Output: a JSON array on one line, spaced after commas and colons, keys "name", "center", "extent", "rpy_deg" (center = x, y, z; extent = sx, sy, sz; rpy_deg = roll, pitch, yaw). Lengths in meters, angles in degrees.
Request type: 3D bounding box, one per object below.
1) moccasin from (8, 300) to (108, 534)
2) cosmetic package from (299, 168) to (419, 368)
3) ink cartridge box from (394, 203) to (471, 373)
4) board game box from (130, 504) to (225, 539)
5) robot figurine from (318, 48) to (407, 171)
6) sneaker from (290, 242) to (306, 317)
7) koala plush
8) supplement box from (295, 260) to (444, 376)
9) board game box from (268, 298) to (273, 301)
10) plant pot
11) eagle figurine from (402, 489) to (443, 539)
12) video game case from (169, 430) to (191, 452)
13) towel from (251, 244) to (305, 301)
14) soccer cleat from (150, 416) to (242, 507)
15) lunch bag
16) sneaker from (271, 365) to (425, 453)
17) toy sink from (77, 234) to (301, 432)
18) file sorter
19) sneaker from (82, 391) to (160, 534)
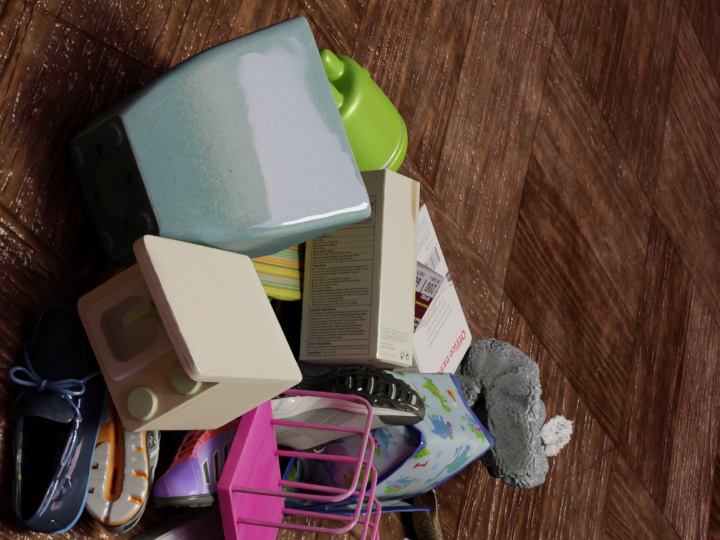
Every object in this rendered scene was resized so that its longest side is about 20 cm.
[{"name": "moccasin", "center": [-0.258, 0.124, 1.322], "extent": [0.068, 0.080, 0.200], "rpy_deg": [22, 65, -70]}, {"name": "cosmetic package", "center": [0.000, 0.000, 1.627], "extent": [0.071, 0.105, 0.200], "rpy_deg": [17, 74, -54]}, {"name": "ink cartridge box", "center": [0.050, 0.043, 1.876], "extent": [0.146, 0.084, 0.200], "rpy_deg": [-53, 130, -50]}, {"name": "board game box", "center": [-0.162, 0.302, 1.513], "extent": [0.200, 0.035, 0.127], "rpy_deg": [-20, 102, -60]}, {"name": "robot figurine", "center": [-0.020, -0.166, 1.753], "extent": [0.200, 0.115, 0.176], "rpy_deg": [43, 38, -50]}, {"name": "sneaker", "center": [-0.050, 0.008, 1.720], "extent": [0.084, 0.081, 0.200], "rpy_deg": [-58, 132, -29]}, {"name": "koala plush", "center": [0.183, 0.195, 1.992], "extent": [0.200, 0.177, 0.184], "rpy_deg": [36, 62, -62]}, {"name": "supplement box", "center": [0.001, 0.072, 1.721], "extent": [0.109, 0.061, 0.200], "rpy_deg": [22, 99, -57]}, {"name": "board game box", "center": [-0.150, -0.044, 1.576], "extent": [0.105, 0.023, 0.200], "rpy_deg": [-42, 114, -56]}, {"name": "plant pot", "center": [-0.146, -0.098, 1.427], "extent": [0.200, 0.196, 0.197], "rpy_deg": [-20, 91, -36]}, {"name": "eagle figurine", "center": [0.096, 0.360, 1.902], "extent": [0.200, 0.151, 0.152], "rpy_deg": [39, 2, -15]}, {"name": "video game case", "center": [-0.151, 0.082, 1.585], "extent": [0.200, 0.019, 0.143], "rpy_deg": [-48, 127, -53]}, {"name": "towel", "center": [-0.095, -0.067, 1.628], "extent": [0.086, 0.018, 0.200], "rpy_deg": [12, 69, -50]}, {"name": "soccer cleat", "center": [-0.149, 0.174, 1.470], "extent": [0.200, 0.068, 0.073], "rpy_deg": [-26, 116, -73]}, {"name": "lunch bag", "center": [0.018, 0.208, 1.702], "extent": [0.170, 0.200, 0.128], "rpy_deg": [12, 45, -58]}, {"name": "sneaker", "center": [-0.032, 0.147, 1.589], "extent": [0.074, 0.200, 0.080], "rpy_deg": [-78, 166, -65]}, {"name": "toy sink", "center": [-0.159, 0.060, 1.336], "extent": [0.131, 0.112, 0.200], "rpy_deg": [65, 18, 14]}, {"name": "file sorter", "center": [-0.051, 0.228, 1.496], "extent": [0.139, 0.125, 0.200], "rpy_deg": [-73, 165, -46]}, {"name": "sneaker", "center": [-0.217, 0.148, 1.417], "extent": [0.077, 0.078, 0.200], "rpy_deg": [93, 4, -58]}]
